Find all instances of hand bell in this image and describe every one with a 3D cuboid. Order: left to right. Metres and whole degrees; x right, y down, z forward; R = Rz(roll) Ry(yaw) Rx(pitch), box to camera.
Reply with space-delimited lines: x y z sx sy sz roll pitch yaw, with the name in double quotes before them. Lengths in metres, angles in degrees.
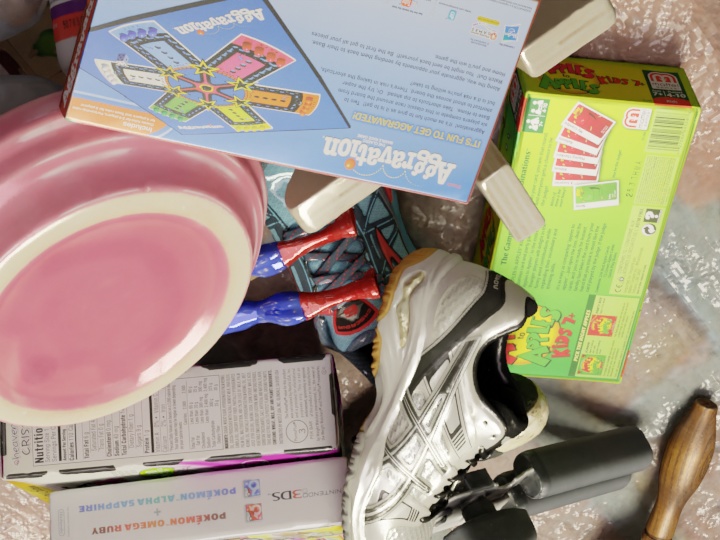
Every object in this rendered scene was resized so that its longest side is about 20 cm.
"hand bell" 0.210 0.180 1.059 0.103 0.104 0.202 11 113 -12

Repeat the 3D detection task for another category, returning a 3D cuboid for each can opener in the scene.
"can opener" 0.114 0.147 0.977 0.199 0.067 0.053 -12 154 -41

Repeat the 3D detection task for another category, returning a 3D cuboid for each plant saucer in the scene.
"plant saucer" -0.128 0.005 0.721 0.199 0.051 0.201 -24 145 -18

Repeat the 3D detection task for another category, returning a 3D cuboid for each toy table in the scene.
"toy table" 0.030 -0.108 0.776 0.200 0.117 0.184 -44 127 11

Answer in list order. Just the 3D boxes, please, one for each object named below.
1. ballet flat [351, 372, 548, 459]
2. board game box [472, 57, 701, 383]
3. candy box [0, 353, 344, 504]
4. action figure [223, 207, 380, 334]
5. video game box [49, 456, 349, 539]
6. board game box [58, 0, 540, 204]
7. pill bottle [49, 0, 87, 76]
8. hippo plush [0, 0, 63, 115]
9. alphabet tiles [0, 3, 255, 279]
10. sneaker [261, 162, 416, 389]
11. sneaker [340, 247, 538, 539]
"ballet flat" 0.060 0.105 0.949 0.057 0.066 0.200 54 150 -6
"board game box" 0.126 -0.027 0.913 0.101 0.048 0.201 4 125 -6
"candy box" -0.110 0.101 0.940 0.198 0.062 0.136 -5 165 0
"action figure" -0.091 0.013 0.859 0.198 0.099 0.066 -19 107 4
"video game box" -0.082 0.164 0.969 0.180 0.047 0.200 -5 163 5
"board game box" -0.023 -0.096 0.669 0.198 0.019 0.104 10 109 -27
"pill bottle" -0.097 -0.190 0.705 0.111 0.112 0.202 -7 96 1
"hippo plush" -0.221 -0.073 0.730 0.200 0.162 0.159 -38 157 18
"alphabet tiles" -0.149 -0.050 0.865 0.166 0.008 0.200 -26 120 23
"sneaker" 0.000 0.000 0.893 0.079 0.096 0.200 -27 122 15
"sneaker" 0.046 0.092 0.842 0.087 0.076 0.202 15 111 19
